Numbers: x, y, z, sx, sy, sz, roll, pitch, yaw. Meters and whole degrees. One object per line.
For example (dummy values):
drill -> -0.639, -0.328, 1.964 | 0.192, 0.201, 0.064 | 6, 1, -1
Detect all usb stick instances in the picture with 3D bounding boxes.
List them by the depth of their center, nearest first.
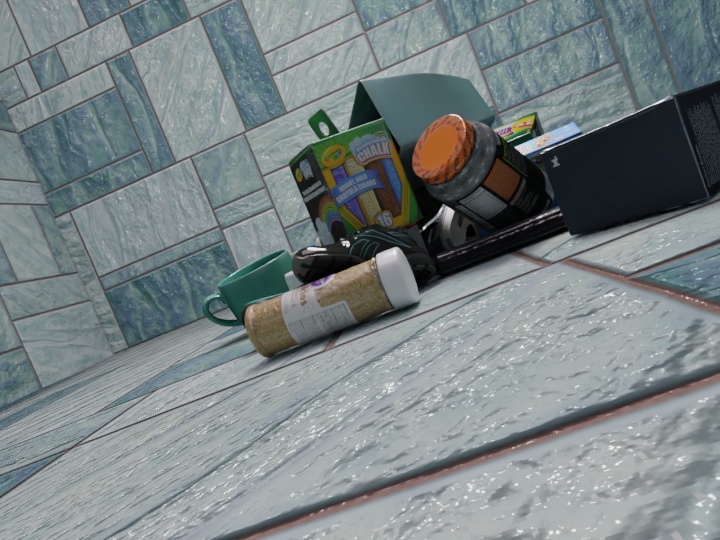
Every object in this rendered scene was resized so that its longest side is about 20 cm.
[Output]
usb stick -> 0.192, -0.041, 0.732 | 0.200, 0.033, 0.055 | -22, 4, 10

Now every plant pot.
plant pot -> 0.104, -0.227, 0.874 | 0.200, 0.142, 0.141 | -19, -22, -19

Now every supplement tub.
supplement tub -> 0.176, -0.133, 0.779 | 0.200, 0.123, 0.122 | 26, -29, -35

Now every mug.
mug -> -0.201, 0.049, 1.072 | 0.185, 0.115, 0.152 | -24, 12, 15

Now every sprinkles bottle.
sprinkles bottle -> -0.034, 0.039, 0.630 | 0.200, 0.068, 0.068 | -22, 3, 12

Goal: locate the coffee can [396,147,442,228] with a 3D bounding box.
coffee can -> 0.065, -0.129, 1.026 | 0.146, 0.147, 0.200 | -23, -6, -9

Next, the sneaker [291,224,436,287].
sneaker -> 0.001, -0.016, 0.699 | 0.200, 0.079, 0.075 | 2, -39, -31

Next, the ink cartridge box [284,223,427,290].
ink cartridge box -> 0.000, 0.000, 0.880 | 0.200, 0.085, 0.145 | -20, 4, 21

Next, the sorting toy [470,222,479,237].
sorting toy -> 0.312, -0.139, 1.050 | 0.180, 0.107, 0.200 | -12, 7, 27

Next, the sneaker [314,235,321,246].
sneaker -> 0.005, -0.039, 1.022 | 0.200, 0.076, 0.076 | 10, -13, -36

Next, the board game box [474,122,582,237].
board game box -> 0.277, -0.142, 0.908 | 0.200, 0.151, 0.037 | -22, 44, 11

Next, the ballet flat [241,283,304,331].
ballet flat -> -0.073, 0.050, 0.773 | 0.200, 0.073, 0.073 | -23, 3, 0

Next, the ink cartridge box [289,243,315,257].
ink cartridge box -> -0.142, 0.022, 1.176 | 0.200, 0.116, 0.067 | -22, 4, 3

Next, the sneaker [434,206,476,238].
sneaker -> 0.237, -0.097, 1.181 | 0.080, 0.074, 0.200 | 26, 22, 30

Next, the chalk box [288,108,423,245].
chalk box -> -0.018, -0.139, 0.797 | 0.124, 0.200, 0.125 | -24, 7, -22

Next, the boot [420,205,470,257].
boot -> 0.161, -0.091, 1.051 | 0.090, 0.073, 0.200 | -24, 21, 34

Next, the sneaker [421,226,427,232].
sneaker -> 0.073, -0.037, 1.173 | 0.200, 0.075, 0.081 | -21, 12, 28

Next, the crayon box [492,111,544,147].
crayon box -> 0.249, -0.223, 1.012 | 0.172, 0.058, 0.200 | -18, 18, 27

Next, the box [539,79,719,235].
box -> 0.334, -0.132, 0.625 | 0.200, 0.107, 0.148 | -24, 4, -40
